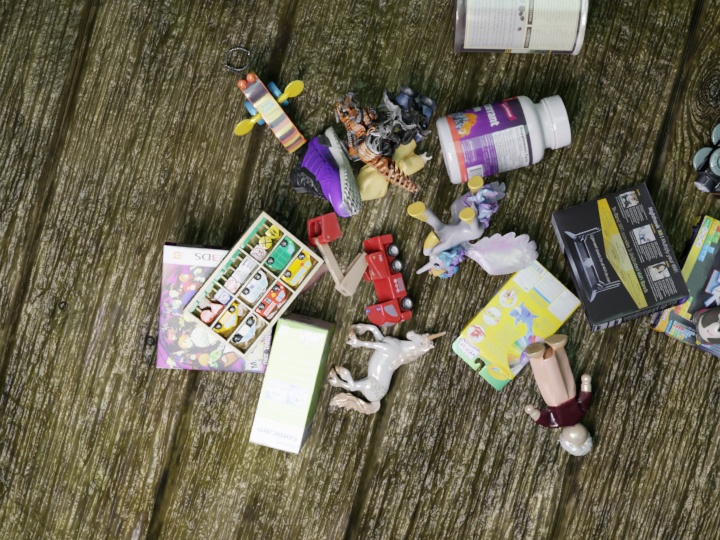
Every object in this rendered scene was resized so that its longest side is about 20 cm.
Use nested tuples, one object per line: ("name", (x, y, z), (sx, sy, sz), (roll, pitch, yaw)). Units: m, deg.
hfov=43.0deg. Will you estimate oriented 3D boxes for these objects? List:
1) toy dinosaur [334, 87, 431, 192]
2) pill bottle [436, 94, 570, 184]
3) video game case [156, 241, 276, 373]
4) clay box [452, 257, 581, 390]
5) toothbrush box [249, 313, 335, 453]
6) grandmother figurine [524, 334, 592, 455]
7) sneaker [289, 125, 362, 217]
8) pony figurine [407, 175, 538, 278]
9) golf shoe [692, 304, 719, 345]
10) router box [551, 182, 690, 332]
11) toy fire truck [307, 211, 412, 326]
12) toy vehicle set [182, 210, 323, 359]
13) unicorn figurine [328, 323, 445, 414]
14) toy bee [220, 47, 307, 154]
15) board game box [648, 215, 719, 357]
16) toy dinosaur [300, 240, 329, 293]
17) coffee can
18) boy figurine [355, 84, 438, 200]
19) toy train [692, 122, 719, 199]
("toy dinosaur", (0.037, -0.209, 1.446), (0.136, 0.102, 0.200), (-42, 87, 25))
("pill bottle", (0.230, -0.216, 1.470), (0.199, 0.111, 0.112), (-15, 90, 4))
("video game case", (-0.228, 0.061, 1.455), (0.180, 0.036, 0.201), (5, 100, -9))
("clay box", (0.253, 0.087, 1.503), (0.115, 0.048, 0.200), (42, 94, 0))
("toothbrush box", (-0.107, 0.178, 1.480), (0.086, 0.146, 0.201), (12, 92, 3))
("grandmother figurine", (0.324, 0.210, 1.476), (0.121, 0.061, 0.201), (-22, 103, 4))
("sneaker", (-0.062, -0.143, 1.475), (0.099, 0.201, 0.070), (-23, 133, 8))
("pony figurine", (0.170, -0.067, 1.448), (0.192, 0.200, 0.167), (-24, 64, -2))
("golf shoe", (0.618, 0.068, 1.405), (0.199, 0.088, 0.078), (-22, 88, 2))
("router box", (0.412, -0.021, 1.459), (0.156, 0.052, 0.201), (-17, 71, 6))
("toy fire truck", (0.000, 0.000, 1.480), (0.141, 0.049, 0.201), (-14, 90, -36))
("toy vehicle set", (-0.167, 0.022, 1.424), (0.124, 0.027, 0.200), (38, 92, -14))
("unicorn figurine", (0.035, 0.147, 1.514), (0.137, 0.074, 0.201), (24, 106, -6))
("toy bee", (-0.169, -0.279, 1.500), (0.199, 0.109, 0.131), (33, 94, 3))
("board game box", (0.585, 0.034, 1.476), (0.165, 0.057, 0.201), (23, 92, 5))
("toy dinosaur", (-0.140, 0.013, 1.515), (0.199, 0.086, 0.136), (6, 93, -3))
("coffee can", (0.249, -0.418, 1.449), (0.199, 0.146, 0.147), (2, 91, 4))
("boy figurine", (0.057, -0.199, 1.505), (0.124, 0.064, 0.201), (28, 94, 10))
("toy train", (0.622, -0.195, 1.462), (0.114, 0.085, 0.200), (37, 91, -9))
